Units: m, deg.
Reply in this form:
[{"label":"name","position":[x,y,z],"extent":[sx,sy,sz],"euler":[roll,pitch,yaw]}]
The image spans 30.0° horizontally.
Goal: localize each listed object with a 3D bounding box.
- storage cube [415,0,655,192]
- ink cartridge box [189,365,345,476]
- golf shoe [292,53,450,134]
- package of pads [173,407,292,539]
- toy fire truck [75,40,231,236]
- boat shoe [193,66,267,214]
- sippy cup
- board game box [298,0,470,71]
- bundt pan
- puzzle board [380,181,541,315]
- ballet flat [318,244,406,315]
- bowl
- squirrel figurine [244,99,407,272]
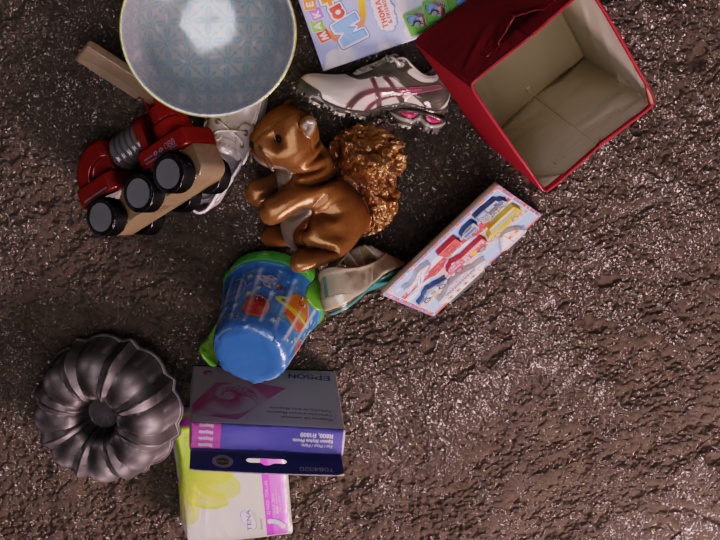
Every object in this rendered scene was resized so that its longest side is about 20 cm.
[{"label":"storage cube","position":[0.199,-0.234,1.555],"extent":[0.171,0.180,0.200],"euler":[-39,121,1]},{"label":"ink cartridge box","position":[-0.122,0.190,1.732],"extent":[0.196,0.200,0.043],"euler":[3,115,-8]},{"label":"golf shoe","position":[0.016,-0.225,1.624],"extent":[0.200,0.077,0.088],"euler":[6,109,-24]},{"label":"package of pads","position":[-0.176,0.277,1.839],"extent":[0.154,0.068,0.200],"euler":[-6,115,-4]},{"label":"toy fire truck","position":[-0.276,-0.158,1.594],"extent":[0.176,0.129,0.200],"euler":[-28,78,29]},{"label":"boat shoe","position":[-0.162,-0.157,1.636],"extent":[0.071,0.069,0.200],"euler":[17,111,-10]},{"label":"sippy cup","position":[-0.123,0.066,1.691],"extent":[0.139,0.130,0.178],"euler":[20,130,1]},{"label":"board game box","position":[0.024,-0.340,1.590],"extent":[0.200,0.037,0.151],"euler":[-19,116,4]},{"label":"bundt pan","position":[-0.336,0.188,1.742],"extent":[0.201,0.076,0.202],"euler":[3,106,10]},{"label":"puzzle board","position":[0.133,-0.021,1.713],"extent":[0.200,0.017,0.151],"euler":[-43,151,13]},{"label":"ballet flat","position":[0.000,0.000,1.679],"extent":[0.069,0.200,0.070],"euler":[5,103,21]},{"label":"bowl","position":[-0.176,-0.289,1.552],"extent":[0.200,0.108,0.200],"euler":[-2,116,-5]},{"label":"squirrel figurine","position":[-0.045,-0.122,1.640],"extent":[0.200,0.142,0.187],"euler":[-18,112,-8]}]
